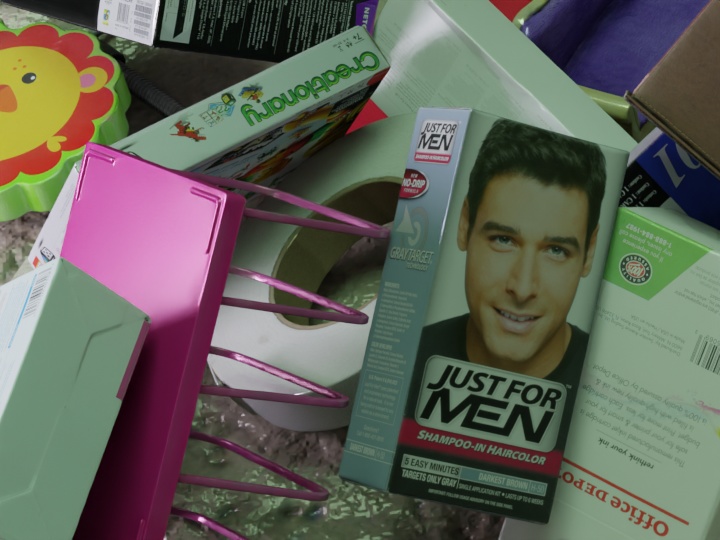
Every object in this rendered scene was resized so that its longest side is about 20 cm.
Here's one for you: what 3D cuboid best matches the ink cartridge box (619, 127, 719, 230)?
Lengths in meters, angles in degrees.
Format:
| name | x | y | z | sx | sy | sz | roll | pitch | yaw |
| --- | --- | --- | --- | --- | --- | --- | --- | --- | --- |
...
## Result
| name | x | y | z | sx | sy | sz | roll | pitch | yaw |
| --- | --- | --- | --- | --- | --- | --- | --- | --- | --- |
| ink cartridge box | 0.174 | -0.025 | 1.618 | 0.200 | 0.094 | 0.044 | -44 | 5 | 10 |

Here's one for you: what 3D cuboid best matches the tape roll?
| name | x | y | z | sx | sy | sz | roll | pitch | yaw |
| --- | --- | --- | --- | --- | --- | --- | --- | --- | --- |
| tape roll | 0.000 | 0.000 | 1.663 | 0.203 | 0.037 | 0.203 | -27 | 39 | 24 |

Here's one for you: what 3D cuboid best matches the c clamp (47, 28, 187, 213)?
| name | x | y | z | sx | sy | sz | roll | pitch | yaw |
| --- | --- | --- | --- | --- | --- | --- | --- | --- | --- |
| c clamp | -0.141 | -0.092 | 1.836 | 0.171 | 0.027 | 0.200 | -33 | 51 | -20 |

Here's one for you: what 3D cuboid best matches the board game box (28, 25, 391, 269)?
| name | x | y | z | sx | sy | sz | roll | pitch | yaw |
| --- | --- | --- | --- | --- | --- | --- | --- | --- | --- |
| board game box | -0.087 | -0.061 | 1.680 | 0.200 | 0.126 | 0.035 | -28 | 78 | -27 |

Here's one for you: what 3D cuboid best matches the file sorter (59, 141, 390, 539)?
| name | x | y | z | sx | sy | sz | roll | pitch | yaw |
| --- | --- | --- | --- | --- | --- | --- | --- | --- | --- |
| file sorter | -0.082 | 0.051 | 1.553 | 0.125 | 0.200 | 0.139 | 10 | 7 | -38 |

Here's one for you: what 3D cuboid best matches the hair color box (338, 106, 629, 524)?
| name | x | y | z | sx | sy | sz | roll | pitch | yaw |
| --- | --- | --- | --- | --- | --- | --- | --- | --- | --- |
| hair color box | 0.064 | 0.023 | 1.538 | 0.099 | 0.200 | 0.061 | 13 | -2 | -26 |

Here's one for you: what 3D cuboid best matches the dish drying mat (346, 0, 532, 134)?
| name | x | y | z | sx | sy | sz | roll | pitch | yaw |
| --- | --- | --- | --- | --- | --- | --- | --- | --- | --- |
| dish drying mat | 0.033 | -0.113 | 1.834 | 0.200 | 0.018 | 0.077 | -30 | 49 | -16 |

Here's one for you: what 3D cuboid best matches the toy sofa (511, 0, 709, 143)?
| name | x | y | z | sx | sy | sz | roll | pitch | yaw |
| --- | --- | --- | --- | --- | --- | --- | --- | --- | --- |
| toy sofa | 0.171 | -0.159 | 1.799 | 0.083 | 0.098 | 0.200 | 19 | 53 | 25 |

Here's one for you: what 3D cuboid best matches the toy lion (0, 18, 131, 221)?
| name | x | y | z | sx | sy | sz | roll | pitch | yaw |
| --- | --- | --- | --- | --- | --- | --- | --- | --- | --- |
| toy lion | -0.249 | -0.092 | 1.820 | 0.200 | 0.069 | 0.192 | -33 | 52 | -14 |

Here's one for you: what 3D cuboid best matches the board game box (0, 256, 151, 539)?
| name | x | y | z | sx | sy | sz | roll | pitch | yaw |
| --- | --- | --- | --- | --- | --- | --- | --- | --- | --- |
| board game box | -0.202 | 0.092 | 1.505 | 0.200 | 0.064 | 0.148 | -21 | 42 | 50 |

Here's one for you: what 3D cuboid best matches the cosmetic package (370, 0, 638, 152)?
| name | x | y | z | sx | sy | sz | roll | pitch | yaw |
| --- | --- | --- | --- | --- | --- | --- | --- | --- | --- |
| cosmetic package | 0.086 | -0.083 | 1.717 | 0.200 | 0.083 | 0.051 | 47 | 35 | 22 |

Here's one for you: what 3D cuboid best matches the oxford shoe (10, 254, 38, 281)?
| name | x | y | z | sx | sy | sz | roll | pitch | yaw |
| --- | --- | --- | --- | --- | --- | --- | --- | --- | --- |
| oxford shoe | -0.191 | 0.056 | 1.693 | 0.058 | 0.075 | 0.200 | 26 | 40 | -14 |

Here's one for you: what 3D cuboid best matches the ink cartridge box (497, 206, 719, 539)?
| name | x | y | z | sx | sy | sz | roll | pitch | yaw |
| --- | --- | --- | --- | --- | --- | --- | --- | --- | --- |
| ink cartridge box | 0.161 | 0.079 | 1.562 | 0.117 | 0.200 | 0.067 | 27 | 14 | 29 |

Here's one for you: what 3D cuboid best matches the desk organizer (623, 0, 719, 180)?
| name | x | y | z | sx | sy | sz | roll | pitch | yaw |
| --- | --- | --- | --- | --- | --- | --- | --- | --- | --- |
| desk organizer | 0.238 | -0.056 | 1.545 | 0.200 | 0.072 | 0.077 | 41 | 97 | 2 |

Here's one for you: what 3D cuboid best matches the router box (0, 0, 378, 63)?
| name | x | y | z | sx | sy | sz | roll | pitch | yaw |
| --- | --- | --- | --- | --- | --- | --- | --- | --- | --- |
| router box | -0.106 | -0.162 | 1.774 | 0.149 | 0.051 | 0.200 | 5 | 9 | -34 |
